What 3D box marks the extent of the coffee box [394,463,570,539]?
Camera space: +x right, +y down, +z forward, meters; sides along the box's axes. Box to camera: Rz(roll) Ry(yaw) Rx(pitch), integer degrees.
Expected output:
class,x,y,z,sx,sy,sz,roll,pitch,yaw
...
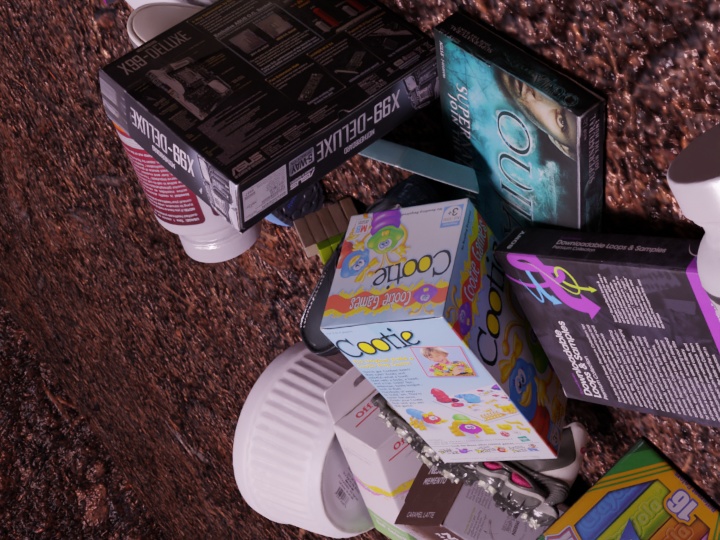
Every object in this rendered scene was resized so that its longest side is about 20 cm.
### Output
class,x,y,z,sx,sy,sz,roll,pitch,yaw
coffee box,0.145,0.246,1.255,0.199,0.080,0.114,34,160,-13

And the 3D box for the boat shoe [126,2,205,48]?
class,x,y,z,sx,sy,sz,roll,pitch,yaw
boat shoe,-0.087,-0.156,1.093,0.199,0.067,0.057,13,150,-3

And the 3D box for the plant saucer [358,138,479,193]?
class,x,y,z,sx,sy,sz,roll,pitch,yaw
plant saucer,0.024,-0.089,1.056,0.070,0.019,0.200,16,-174,-22

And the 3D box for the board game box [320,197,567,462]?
class,x,y,z,sx,sy,sz,roll,pitch,yaw
board game box,0.072,0.051,1.045,0.104,0.104,0.200,-7,142,31

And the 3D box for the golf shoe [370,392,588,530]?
class,x,y,z,sx,sy,sz,roll,pitch,yaw
golf shoe,0.099,0.137,1.159,0.199,0.088,0.077,26,164,36

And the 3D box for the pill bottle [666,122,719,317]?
class,x,y,z,sx,sy,sz,roll,pitch,yaw
pill bottle,0.249,0.013,0.734,0.201,0.116,0.116,59,157,-14

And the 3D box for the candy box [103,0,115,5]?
class,x,y,z,sx,sy,sz,roll,pitch,yaw
candy box,-0.207,-0.316,1.196,0.137,0.061,0.200,57,157,-14

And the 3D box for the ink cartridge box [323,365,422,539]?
class,x,y,z,sx,sy,sz,roll,pitch,yaw
ink cartridge box,0.049,0.167,1.356,0.067,0.117,0.201,27,148,44

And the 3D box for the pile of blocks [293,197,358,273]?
class,x,y,z,sx,sy,sz,roll,pitch,yaw
pile of blocks,0.018,0.006,1.219,0.200,0.082,0.062,29,149,43

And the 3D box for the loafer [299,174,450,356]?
class,x,y,z,sx,sy,sz,roll,pitch,yaw
loafer,0.000,0.000,1.124,0.068,0.070,0.201,49,128,16

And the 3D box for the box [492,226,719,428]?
class,x,y,z,sx,sy,sz,roll,pitch,yaw
box,0.196,0.039,0.942,0.199,0.036,0.143,6,134,48

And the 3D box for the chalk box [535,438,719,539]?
class,x,y,z,sx,sy,sz,roll,pitch,yaw
chalk box,0.191,0.259,1.107,0.124,0.200,0.125,43,157,19

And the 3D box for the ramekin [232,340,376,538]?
class,x,y,z,sx,sy,sz,roll,pitch,yaw
ramekin,-0.023,0.177,1.421,0.105,0.200,0.201,19,142,39

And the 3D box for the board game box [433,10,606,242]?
class,x,y,z,sx,sy,sz,roll,pitch,yaw
board game box,0.114,-0.073,0.983,0.135,0.028,0.201,37,154,33

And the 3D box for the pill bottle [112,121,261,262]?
class,x,y,z,sx,sy,sz,roll,pitch,yaw
pill bottle,-0.166,-0.109,1.362,0.113,0.113,0.201,30,149,42

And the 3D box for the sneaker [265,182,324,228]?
class,x,y,z,sx,sy,sz,roll,pitch,yaw
sneaker,-0.119,-0.109,1.275,0.200,0.066,0.078,42,168,-37

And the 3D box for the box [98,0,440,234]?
class,x,y,z,sx,sy,sz,roll,pitch,yaw
box,-0.063,-0.135,1.004,0.158,0.200,0.050,39,150,28

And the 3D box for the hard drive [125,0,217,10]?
class,x,y,z,sx,sy,sz,roll,pitch,yaw
hard drive,-0.131,-0.204,1.164,0.131,0.027,0.200,16,159,46
